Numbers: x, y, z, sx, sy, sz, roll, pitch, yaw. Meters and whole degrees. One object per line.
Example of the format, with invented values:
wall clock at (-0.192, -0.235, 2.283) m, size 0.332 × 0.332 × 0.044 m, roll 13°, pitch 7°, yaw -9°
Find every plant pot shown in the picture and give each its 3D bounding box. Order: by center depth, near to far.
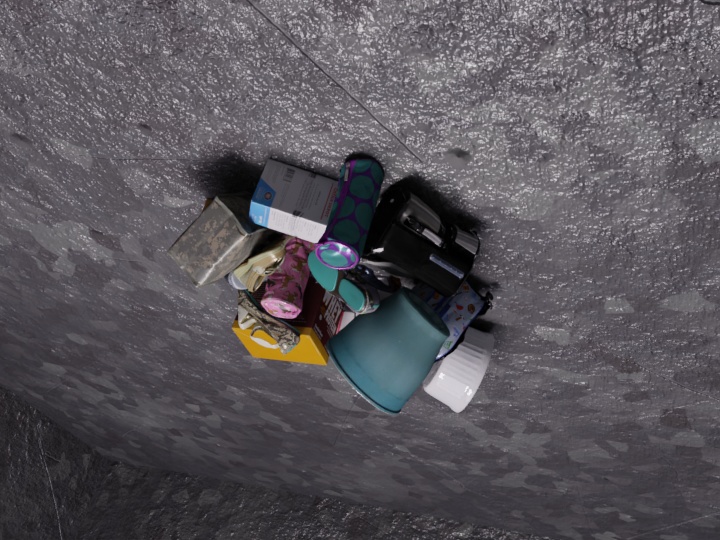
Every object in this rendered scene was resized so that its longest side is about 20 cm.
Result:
plant pot at (0.067, 0.142, 1.510) m, size 0.199 × 0.201 × 0.188 m, roll 37°, pitch 103°, yaw -31°

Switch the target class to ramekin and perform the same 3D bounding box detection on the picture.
ramekin at (0.226, 0.220, 1.812) m, size 0.097 × 0.202 × 0.201 m, roll 26°, pitch 149°, yaw -2°

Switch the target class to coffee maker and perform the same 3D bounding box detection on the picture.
coffee maker at (0.102, -0.036, 1.476) m, size 0.199 × 0.136 × 0.192 m, roll 31°, pitch 119°, yaw -24°

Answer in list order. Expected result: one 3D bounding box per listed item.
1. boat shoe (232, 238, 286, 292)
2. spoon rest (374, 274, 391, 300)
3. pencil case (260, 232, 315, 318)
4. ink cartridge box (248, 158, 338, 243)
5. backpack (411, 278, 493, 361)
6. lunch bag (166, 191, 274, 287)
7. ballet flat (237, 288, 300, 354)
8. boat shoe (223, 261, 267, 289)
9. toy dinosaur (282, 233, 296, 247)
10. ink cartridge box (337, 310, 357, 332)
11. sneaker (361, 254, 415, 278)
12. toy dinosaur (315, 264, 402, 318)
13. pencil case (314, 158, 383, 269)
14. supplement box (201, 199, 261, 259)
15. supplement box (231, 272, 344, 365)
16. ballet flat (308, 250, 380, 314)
boat shoe at (-0.194, -0.008, 1.556) m, size 0.063 × 0.073 × 0.200 m, roll 55°, pitch 143°, yaw -5°
spoon rest at (0.013, 0.041, 1.674) m, size 0.199 × 0.100 × 0.061 m, roll 32°, pitch 175°, yaw 35°
pencil case at (-0.147, 0.004, 1.633) m, size 0.086 × 0.202 × 0.083 m, roll -7°, pitch 143°, yaw 32°
ink cartridge box at (-0.103, -0.124, 1.484) m, size 0.197 × 0.117 × 0.067 m, roll 19°, pitch 144°, yaw -2°
backpack at (0.159, 0.107, 1.662) m, size 0.154 × 0.191 × 0.200 m, roll 38°, pitch 146°, yaw -9°
lunch bag at (-0.265, -0.069, 1.560) m, size 0.164 × 0.200 × 0.118 m, roll -43°, pitch 83°, yaw 18°
ballet flat at (-0.215, 0.111, 1.649) m, size 0.199 × 0.075 × 0.068 m, roll 36°, pitch 165°, yaw 27°
boat shoe at (-0.207, -0.005, 1.711) m, size 0.068 × 0.198 × 0.075 m, roll 5°, pitch 115°, yaw 58°
toy dinosaur at (-0.098, -0.086, 1.551) m, size 0.058 × 0.102 × 0.199 m, roll -44°, pitch 155°, yaw 21°
ink cartridge box at (0.038, 0.156, 1.827) m, size 0.144 × 0.086 × 0.199 m, roll 22°, pitch 169°, yaw -40°
sneaker at (0.051, -0.027, 1.616) m, size 0.198 × 0.075 × 0.079 m, roll 20°, pitch 155°, yaw -6°
toy dinosaur at (0.000, 0.000, 1.616) m, size 0.179 × 0.201 × 0.106 m, roll 9°, pitch 130°, yaw -2°
pencil case at (-0.020, -0.105, 1.394) m, size 0.084 × 0.202 × 0.092 m, roll -10°, pitch 142°, yaw 37°
supplement box at (-0.284, -0.071, 1.713) m, size 0.066 × 0.069 × 0.201 m, roll 2°, pitch 143°, yaw 21°
supplement box at (-0.156, 0.088, 1.774) m, size 0.194 × 0.202 × 0.133 m, roll 3°, pitch 147°, yaw 21°
ballet flat at (-0.028, 0.023, 1.509) m, size 0.200 × 0.072 × 0.072 m, roll 41°, pitch 169°, yaw 41°
